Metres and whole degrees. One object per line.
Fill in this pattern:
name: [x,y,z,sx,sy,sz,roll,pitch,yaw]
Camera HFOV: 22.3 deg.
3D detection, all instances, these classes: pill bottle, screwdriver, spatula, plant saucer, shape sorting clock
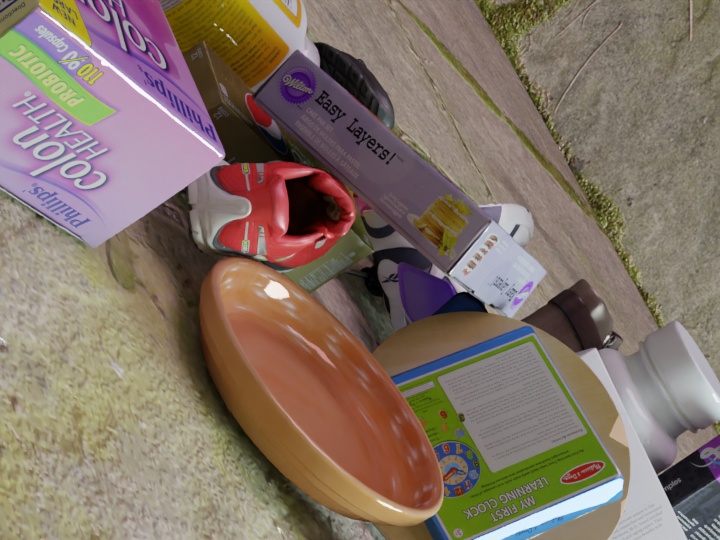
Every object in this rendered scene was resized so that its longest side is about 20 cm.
pill bottle: [-0.113,-0.196,1.335,0.200,0.109,0.110,45,18,-45]
screwdriver: [0.000,0.000,1.475,0.028,0.029,0.200,61,12,18]
pill bottle: [0.203,0.131,1.530,0.115,0.199,0.114,52,14,-19]
spatula: [0.084,0.052,1.361,0.200,0.020,0.057,41,-36,54]
plant saucer: [-0.029,0.078,1.105,0.200,0.037,0.200,43,17,-16]
shape sorting clock: [0.084,0.119,1.213,0.201,0.199,0.039,63,-25,26]

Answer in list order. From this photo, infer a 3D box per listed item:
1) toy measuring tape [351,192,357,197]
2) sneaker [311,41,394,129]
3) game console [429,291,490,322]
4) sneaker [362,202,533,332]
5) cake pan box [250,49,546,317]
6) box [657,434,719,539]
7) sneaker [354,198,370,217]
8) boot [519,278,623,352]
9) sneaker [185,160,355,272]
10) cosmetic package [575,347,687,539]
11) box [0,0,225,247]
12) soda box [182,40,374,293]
toy measuring tape: [-0.023,-0.071,1.447,0.074,0.073,0.200,52,11,-20]
sneaker: [-0.021,-0.148,1.454,0.090,0.076,0.200,5,20,-35]
game console: [0.104,0.131,1.347,0.201,0.118,0.171,61,13,14]
sneaker: [0.081,0.011,1.519,0.199,0.079,0.131,0,84,-57]
cake pan box: [0.033,-0.054,1.246,0.184,0.052,0.200,45,4,20]
box: [0.253,0.218,1.514,0.143,0.200,0.036,41,16,-53]
sneaker: [0.026,-0.054,1.625,0.201,0.079,0.095,56,1,-11]
boot: [0.148,0.064,1.591,0.070,0.146,0.200,48,1,35]
sneaker: [-0.039,-0.034,1.171,0.200,0.084,0.078,-7,96,-69]
cosmetic package: [0.169,0.169,1.378,0.201,0.085,0.108,63,-18,4]
box: [-0.183,-0.143,0.974,0.176,0.096,0.201,39,23,-55]
soda box: [-0.073,-0.068,1.283,0.200,0.064,0.068,45,18,-45]
